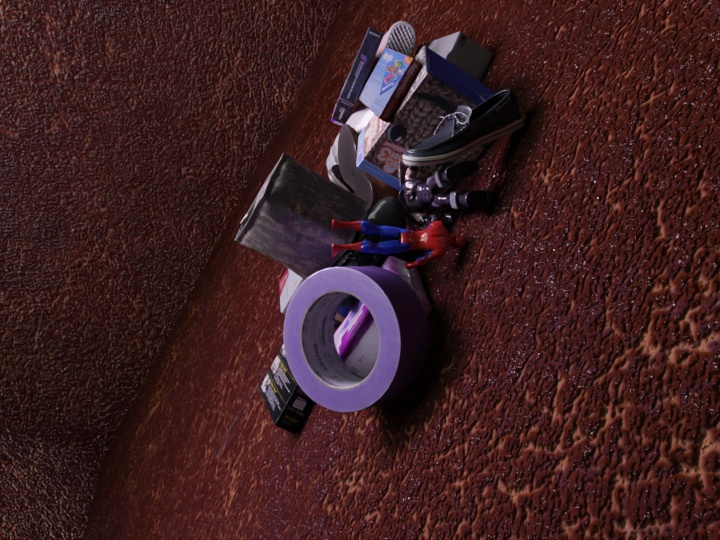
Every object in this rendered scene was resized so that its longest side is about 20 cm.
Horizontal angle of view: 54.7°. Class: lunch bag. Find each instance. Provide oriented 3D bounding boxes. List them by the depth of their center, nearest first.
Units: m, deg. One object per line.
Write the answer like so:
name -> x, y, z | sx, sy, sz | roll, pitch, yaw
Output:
lunch bag -> -0.107, -0.072, 1.156 | 0.200, 0.163, 0.118 | -44, 22, 53

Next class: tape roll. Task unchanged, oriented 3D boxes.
tape roll -> -0.008, 0.095, 0.993 | 0.198, 0.085, 0.202 | 0, 90, 33

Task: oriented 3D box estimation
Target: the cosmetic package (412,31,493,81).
cosmetic package -> 0.157, -0.376, 1.327 | 0.108, 0.090, 0.200 | -63, 22, 4

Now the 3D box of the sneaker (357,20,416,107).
sneaker -> 0.057, -0.401, 1.396 | 0.105, 0.075, 0.201 | -82, 15, -67

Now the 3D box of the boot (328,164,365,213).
boot -> -0.036, -0.082, 1.326 | 0.200, 0.181, 0.073 | -42, 15, 38

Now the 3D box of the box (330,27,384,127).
box -> -0.010, -0.366, 1.341 | 0.200, 0.036, 0.144 | -179, 111, -81

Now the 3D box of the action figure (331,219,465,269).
action figure -> 0.056, -0.039, 1.048 | 0.099, 0.198, 0.066 | 99, 172, -75

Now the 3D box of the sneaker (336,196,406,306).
sneaker -> 0.010, -0.025, 1.108 | 0.201, 0.076, 0.091 | -62, -7, 8

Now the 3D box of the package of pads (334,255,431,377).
package of pads -> 0.027, 0.088, 1.091 | 0.201, 0.075, 0.121 | -55, 18, 22

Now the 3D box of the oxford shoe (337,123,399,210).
oxford shoe -> 0.011, -0.181, 1.228 | 0.072, 0.071, 0.201 | -61, 42, 45

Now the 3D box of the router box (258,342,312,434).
router box -> -0.133, 0.212, 1.375 | 0.150, 0.051, 0.200 | -61, 20, 2

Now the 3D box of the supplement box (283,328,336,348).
supplement box -> -0.081, 0.113, 1.249 | 0.069, 0.066, 0.200 | -63, -2, 1

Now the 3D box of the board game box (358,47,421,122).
board game box -> 0.044, -0.311, 1.153 | 0.103, 0.019, 0.200 | -60, 19, 15

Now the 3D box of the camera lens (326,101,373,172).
camera lens -> 0.045, -0.247, 1.333 | 0.200, 0.159, 0.161 | -50, 23, 32

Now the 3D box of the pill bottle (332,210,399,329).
pill bottle -> 0.000, 0.000, 1.215 | 0.201, 0.111, 0.112 | -61, 20, 10

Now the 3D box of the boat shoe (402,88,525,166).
boat shoe -> 0.147, -0.207, 1.015 | 0.199, 0.063, 0.075 | -25, 24, -9

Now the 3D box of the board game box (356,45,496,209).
board game box -> 0.112, -0.229, 1.144 | 0.200, 0.159, 0.097 | -50, 23, 35

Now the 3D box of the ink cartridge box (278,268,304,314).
ink cartridge box -> -0.092, -0.006, 1.497 | 0.201, 0.082, 0.146 | -58, 20, 17

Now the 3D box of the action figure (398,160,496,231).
action figure -> 0.117, -0.121, 1.076 | 0.069, 0.131, 0.200 | -25, 12, -23
